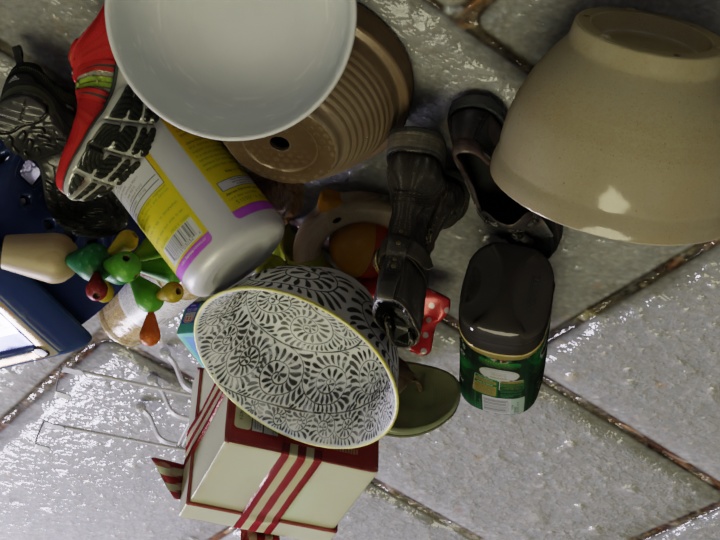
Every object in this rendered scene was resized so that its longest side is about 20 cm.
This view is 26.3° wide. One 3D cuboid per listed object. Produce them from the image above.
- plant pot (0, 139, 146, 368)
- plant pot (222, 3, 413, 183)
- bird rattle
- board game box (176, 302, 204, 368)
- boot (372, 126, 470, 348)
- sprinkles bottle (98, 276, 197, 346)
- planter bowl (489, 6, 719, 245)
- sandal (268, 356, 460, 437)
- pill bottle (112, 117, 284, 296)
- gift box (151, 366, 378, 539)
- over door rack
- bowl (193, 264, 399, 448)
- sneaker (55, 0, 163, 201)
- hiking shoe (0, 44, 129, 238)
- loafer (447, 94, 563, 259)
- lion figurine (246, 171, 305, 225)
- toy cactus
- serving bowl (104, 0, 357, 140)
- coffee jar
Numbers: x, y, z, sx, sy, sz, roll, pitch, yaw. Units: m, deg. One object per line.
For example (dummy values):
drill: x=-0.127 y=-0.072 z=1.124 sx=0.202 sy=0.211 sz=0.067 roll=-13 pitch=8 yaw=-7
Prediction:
plant pot: x=-0.354 y=-0.015 z=1.507 sx=0.199 sy=0.180 sz=0.200 roll=-12 pitch=134 yaw=32
plant pot: x=-0.060 y=-0.141 z=1.319 sx=0.200 sy=0.093 sz=0.201 roll=10 pitch=142 yaw=8
bird rattle: x=0.000 y=0.000 z=1.479 sx=0.199 sy=0.113 sz=0.163 roll=18 pitch=127 yaw=-9
board game box: x=-0.075 y=0.089 z=1.655 sx=0.199 sy=0.045 sz=0.152 roll=-7 pitch=138 yaw=27
boot: x=0.044 y=-0.016 z=1.350 sx=0.069 sy=0.175 sz=0.200 roll=3 pitch=163 yaw=15
sprinkles bottle: x=-0.197 y=0.011 z=1.579 sx=0.068 sy=0.068 sz=0.200 roll=31 pitch=140 yaw=-20
planter bowl: x=0.211 y=-0.123 z=1.192 sx=0.199 sy=0.200 sz=0.135 roll=12 pitch=116 yaw=3
sandal: x=0.003 y=0.106 z=1.481 sx=0.200 sy=0.080 sz=0.057 roll=14 pitch=149 yaw=-13
pill bottle: x=-0.163 y=-0.082 z=1.358 sx=0.200 sy=0.104 sz=0.104 roll=52 pitch=143 yaw=13
gift box: x=-0.097 y=0.155 z=1.566 sx=0.199 sy=0.185 sz=0.187 roll=17 pitch=141 yaw=-11
over door rack: x=-0.263 y=0.148 z=1.764 sx=0.199 sy=0.067 sz=0.148 roll=3 pitch=147 yaw=-20
bowl: x=-0.041 y=0.059 z=1.394 sx=0.200 sy=0.094 sz=0.201 roll=17 pitch=138 yaw=16
sneaker: x=-0.213 y=-0.155 z=1.294 sx=0.085 sy=0.201 sz=0.077 roll=20 pitch=176 yaw=26
hiking shoe: x=-0.265 y=-0.115 z=1.420 sx=0.075 sy=0.101 sz=0.200 roll=-12 pitch=139 yaw=12
loafer: x=0.124 y=-0.068 z=1.373 sx=0.072 sy=0.063 sz=0.200 roll=-7 pitch=138 yaw=27
lion figurine: x=-0.153 y=-0.076 z=1.446 sx=0.199 sy=0.073 sz=0.123 roll=18 pitch=144 yaw=-1
toy cactus: x=-0.241 y=0.002 z=1.397 sx=0.164 sy=0.200 sz=0.103 roll=7 pitch=99 yaw=-7
serving bowl: x=-0.097 y=-0.205 z=1.218 sx=0.199 sy=0.066 sz=0.201 roll=1 pitch=100 yaw=7
coffee jar: x=0.136 y=0.056 z=1.462 sx=0.085 sy=0.105 sz=0.200 roll=10 pitch=155 yaw=8
